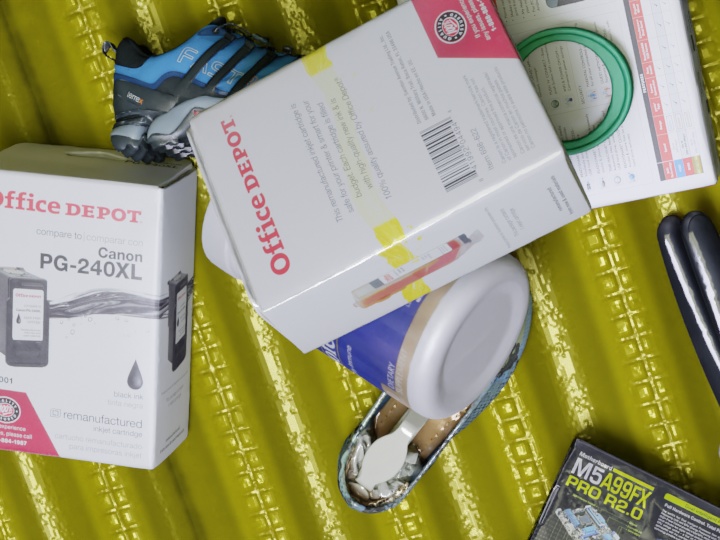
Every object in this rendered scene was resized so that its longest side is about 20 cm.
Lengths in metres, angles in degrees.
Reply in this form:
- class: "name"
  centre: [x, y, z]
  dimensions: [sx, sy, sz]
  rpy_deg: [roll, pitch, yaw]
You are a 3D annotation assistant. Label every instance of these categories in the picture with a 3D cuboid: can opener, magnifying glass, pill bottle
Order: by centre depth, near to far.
- class: "magnifying glass"
  centre: [0.074, -0.103, 1.219]
  dimensions: [0.198, 0.022, 0.080]
  rpy_deg: [-11, 100, 14]
- class: "pill bottle"
  centre: [0.000, 0.000, 1.239]
  dimensions: [0.199, 0.115, 0.116]
  rpy_deg: [31, 110, 27]
- class: "can opener"
  centre: [0.245, 0.054, 1.253]
  dimensions: [0.063, 0.078, 0.201]
  rpy_deg: [-26, 94, 57]

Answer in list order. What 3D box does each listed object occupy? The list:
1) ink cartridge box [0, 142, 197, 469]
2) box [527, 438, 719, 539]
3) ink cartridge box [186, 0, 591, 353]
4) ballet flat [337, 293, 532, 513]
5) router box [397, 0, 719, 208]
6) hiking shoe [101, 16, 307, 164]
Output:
- class: "ink cartridge box"
  centre: [-0.194, 0.022, 1.329]
  dimensions: [0.144, 0.083, 0.202]
  rpy_deg: [6, 104, 12]
- class: "box"
  centre: [0.198, 0.226, 1.277]
  dimensions: [0.199, 0.044, 0.161]
  rpy_deg: [25, 86, 6]
- class: "ink cartridge box"
  centre: [0.015, -0.064, 1.146]
  dimensions: [0.199, 0.083, 0.146]
  rpy_deg: [-26, 62, 8]
- class: "ballet flat"
  centre: [0.049, 0.087, 1.295]
  dimensions: [0.074, 0.074, 0.201]
  rpy_deg: [33, 108, 4]
- class: "router box"
  centre: [0.124, -0.139, 1.233]
  dimensions: [0.178, 0.049, 0.202]
  rpy_deg: [-10, 100, 16]
- class: "hiking shoe"
  centre: [-0.074, -0.130, 1.271]
  dimensions: [0.198, 0.074, 0.088]
  rpy_deg: [-9, 82, 5]
